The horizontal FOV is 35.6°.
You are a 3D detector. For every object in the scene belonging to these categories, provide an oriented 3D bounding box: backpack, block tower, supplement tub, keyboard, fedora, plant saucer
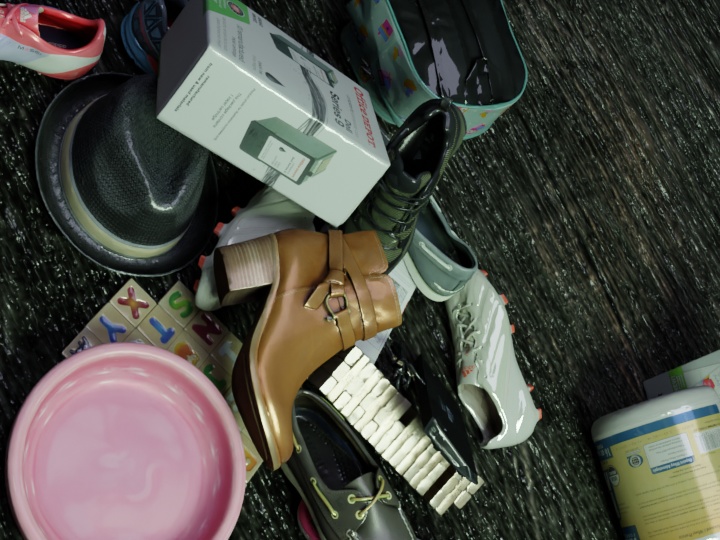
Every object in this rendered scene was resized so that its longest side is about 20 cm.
[{"bbox_3d":[0.081,-0.236,1.220,0.174,0.153,0.202,-10,65,-35],"label":"backpack"},{"bbox_3d":[0.029,0.146,1.047,0.054,0.058,0.200,-46,108,-8],"label":"block tower"},{"bbox_3d":[0.341,0.238,1.193,0.143,0.144,0.203,-5,72,-36],"label":"supplement tub"},{"bbox_3d":[0.063,0.120,1.051,0.128,0.020,0.200,55,6,-9],"label":"keyboard"},{"bbox_3d":[-0.194,-0.101,1.005,0.198,0.091,0.204,15,62,-29],"label":"fedora"},{"bbox_3d":[-0.192,0.162,0.910,0.198,0.051,0.204,12,66,-28],"label":"plant saucer"}]

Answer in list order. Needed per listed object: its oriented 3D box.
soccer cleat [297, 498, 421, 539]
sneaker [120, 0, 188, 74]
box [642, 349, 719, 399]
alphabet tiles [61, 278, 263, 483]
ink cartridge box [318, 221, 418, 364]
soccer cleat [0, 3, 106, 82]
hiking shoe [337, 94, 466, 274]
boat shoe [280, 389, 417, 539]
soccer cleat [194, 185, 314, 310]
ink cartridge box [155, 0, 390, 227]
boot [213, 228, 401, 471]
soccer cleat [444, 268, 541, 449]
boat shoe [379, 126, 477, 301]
[{"bbox_3d":[0.028,0.270,1.016,0.198,0.087,0.070,25,48,5],"label":"soccer cleat"},{"bbox_3d":[-0.137,-0.196,1.087,0.199,0.095,0.080,33,55,-18],"label":"sneaker"},{"bbox_3d":[0.416,0.167,1.241,0.041,0.200,0.158,-2,70,-33],"label":"box"},{"bbox_3d":[-0.161,0.109,0.990,0.200,0.006,0.167,46,51,-9],"label":"alphabet tiles"},{"bbox_3d":[0.000,0.000,1.125,0.109,0.050,0.201,40,53,-14],"label":"ink cartridge box"},{"bbox_3d":[-0.321,-0.213,0.979,0.197,0.076,0.068,7,66,-33],"label":"soccer cleat"},{"bbox_3d":[0.028,-0.074,1.037,0.075,0.101,0.202,28,94,9],"label":"hiking shoe"},{"bbox_3d":[-0.010,0.192,0.970,0.071,0.061,0.202,-25,61,-33],"label":"boat shoe"},{"bbox_3d":[-0.086,-0.032,1.052,0.077,0.070,0.201,29,50,5],"label":"soccer cleat"},{"bbox_3d":[-0.079,-0.150,1.008,0.199,0.084,0.147,30,27,-28],"label":"ink cartridge box"},{"bbox_3d":[-0.038,0.061,0.974,0.153,0.077,0.203,-7,74,-21],"label":"boot"},{"bbox_3d":[0.124,0.086,1.163,0.077,0.069,0.203,-16,82,-35],"label":"soccer cleat"},{"bbox_3d":[0.054,-0.069,1.120,0.072,0.062,0.202,-25,84,-38],"label":"boat shoe"}]
